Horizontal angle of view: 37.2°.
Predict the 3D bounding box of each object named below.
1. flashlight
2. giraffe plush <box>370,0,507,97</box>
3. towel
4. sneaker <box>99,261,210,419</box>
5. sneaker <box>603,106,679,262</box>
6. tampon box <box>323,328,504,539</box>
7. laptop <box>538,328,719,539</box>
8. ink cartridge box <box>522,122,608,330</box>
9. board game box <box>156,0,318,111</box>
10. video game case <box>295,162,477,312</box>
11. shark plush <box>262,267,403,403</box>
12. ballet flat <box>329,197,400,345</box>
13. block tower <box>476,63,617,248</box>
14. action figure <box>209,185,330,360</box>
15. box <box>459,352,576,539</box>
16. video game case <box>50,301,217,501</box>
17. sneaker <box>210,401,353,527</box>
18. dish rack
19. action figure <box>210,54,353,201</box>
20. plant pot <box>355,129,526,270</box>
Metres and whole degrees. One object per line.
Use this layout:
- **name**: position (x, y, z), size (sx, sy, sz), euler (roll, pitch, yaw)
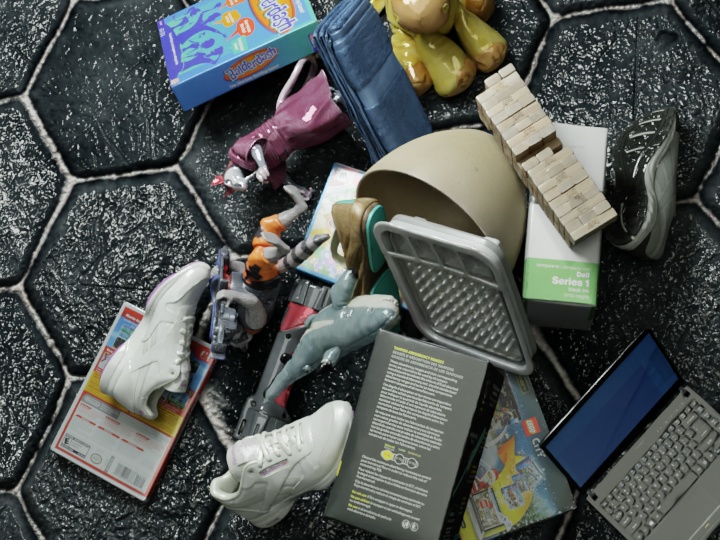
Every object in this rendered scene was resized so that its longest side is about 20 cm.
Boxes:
- **flashlight**: position (-0.080, 0.114, 1.269), size (0.067, 0.068, 0.203), euler (13, 82, 38)
- **giraffe plush**: position (0.081, -0.327, 1.291), size (0.171, 0.162, 0.202), euler (-31, 74, 1)
- **towel**: position (0.016, -0.217, 1.264), size (0.048, 0.202, 0.112), euler (-10, 31, 36)
- **sneaker**: position (-0.224, 0.084, 1.273), size (0.099, 0.075, 0.202), euler (36, 99, 12)
- **sneaker**: position (0.337, -0.102, 1.253), size (0.073, 0.079, 0.203), euler (-8, 55, 48)
- **tampon box**: position (0.062, 0.183, 1.143), size (0.124, 0.150, 0.204), euler (15, 83, 16)
- **laptop**: position (0.323, 0.200, 1.159), size (0.177, 0.103, 0.200), euler (-46, 74, -3)
- **ink cartridge box**: position (0.231, -0.047, 1.210), size (0.083, 0.146, 0.204), euler (5, 78, 10)
- **board game box**: position (-0.153, -0.300, 1.353), size (0.197, 0.045, 0.153), euler (-24, 47, 2)
- **video game case**: position (0.034, -0.035, 1.306), size (0.197, 0.018, 0.145), euler (19, 80, 13)
- **shark plush**: position (-0.041, 0.079, 1.186), size (0.198, 0.091, 0.084), euler (-27, 31, 15)
- **ballet flat**: position (0.000, 0.000, 1.232), size (0.071, 0.202, 0.068), euler (16, 46, 30)
- **block tower**: position (0.193, -0.117, 1.131), size (0.053, 0.058, 0.202), euler (-31, 71, 2)
- **action figure**: position (-0.118, 0.025, 1.244), size (0.103, 0.195, 0.202), euler (18, 36, -16)
- **box**: position (0.149, 0.197, 1.222), size (0.134, 0.038, 0.203), euler (-20, 75, 4)
- **video game case**: position (-0.275, 0.159, 1.310), size (0.141, 0.017, 0.203), euler (24, 82, 14)
- **sneaker**: position (-0.087, 0.211, 1.183), size (0.200, 0.099, 0.075), euler (-45, 33, 23)
- **dish rack**: position (0.111, 0.020, 1.162), size (0.170, 0.202, 0.044), euler (18, 56, 39)
- **action figure**: position (-0.104, -0.165, 1.299), size (0.198, 0.134, 0.150), euler (-33, 73, -3)
- **plant pot**: position (0.111, -0.081, 1.210), size (0.199, 0.201, 0.135), euler (33, 63, 15)
